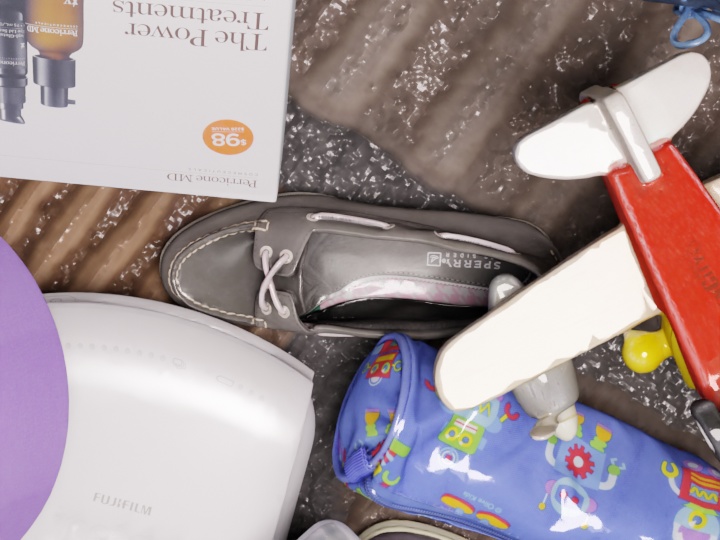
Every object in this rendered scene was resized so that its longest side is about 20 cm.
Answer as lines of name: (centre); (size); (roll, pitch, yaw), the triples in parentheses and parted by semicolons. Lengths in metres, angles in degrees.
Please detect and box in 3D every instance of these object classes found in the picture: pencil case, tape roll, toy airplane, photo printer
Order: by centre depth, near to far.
toy airplane: (0.152, 0.000, 1.275); (0.200, 0.141, 0.199); (15, 80, 9)
tape roll: (-0.240, 0.060, 1.305); (0.200, 0.066, 0.200); (4, 99, 25)
pencil case: (0.085, 0.103, 1.332); (0.200, 0.087, 0.078); (23, 147, -14)
photo printer: (-0.116, 0.113, 1.353); (0.166, 0.069, 0.200); (15, 105, -4)

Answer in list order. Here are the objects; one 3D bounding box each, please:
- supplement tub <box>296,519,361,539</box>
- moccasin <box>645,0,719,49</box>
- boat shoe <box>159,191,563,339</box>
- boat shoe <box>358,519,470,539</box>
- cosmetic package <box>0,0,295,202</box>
supplement tub: (-0.043, 0.226, 1.294); (0.200, 0.123, 0.123); (-44, 100, -4)
moccasin: (0.153, -0.155, 1.295); (0.200, 0.080, 0.068); (45, 106, 5)
boat shoe: (0.000, 0.000, 1.333); (0.200, 0.057, 0.067); (0, 106, 0)
boat shoe: (0.074, 0.203, 1.380); (0.200, 0.065, 0.072); (43, 101, -9)
cosmetic package: (-0.132, -0.108, 1.275); (0.200, 0.052, 0.151); (5, 140, -1)
